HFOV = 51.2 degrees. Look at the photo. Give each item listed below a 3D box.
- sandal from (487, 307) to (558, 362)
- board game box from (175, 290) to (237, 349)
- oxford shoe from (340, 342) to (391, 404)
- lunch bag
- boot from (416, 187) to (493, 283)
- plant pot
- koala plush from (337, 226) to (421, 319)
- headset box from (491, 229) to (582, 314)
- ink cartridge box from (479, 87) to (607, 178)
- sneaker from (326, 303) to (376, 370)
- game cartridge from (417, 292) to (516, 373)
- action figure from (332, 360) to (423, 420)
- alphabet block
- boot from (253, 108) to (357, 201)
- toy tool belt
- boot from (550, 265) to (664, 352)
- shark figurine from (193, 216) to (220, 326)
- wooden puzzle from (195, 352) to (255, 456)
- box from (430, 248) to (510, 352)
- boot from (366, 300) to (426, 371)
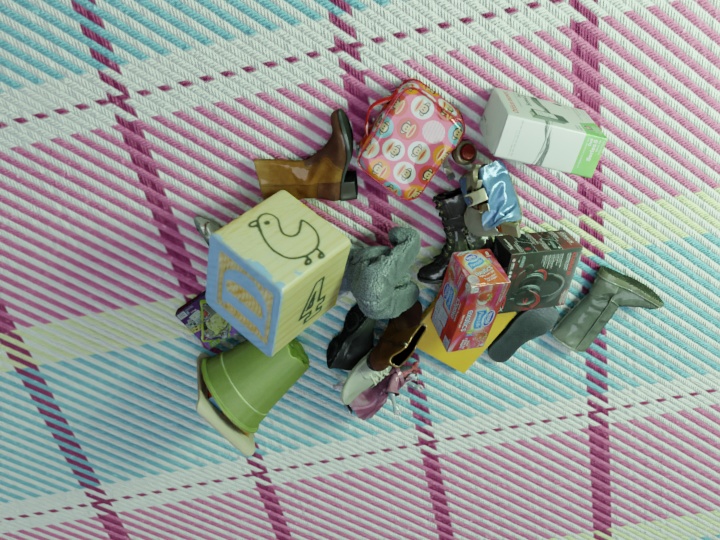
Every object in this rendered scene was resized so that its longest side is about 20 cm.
[{"bbox_3d":[0.363,0.132,1.707,0.076,0.043,0.200,38,123,-15],"label":"sandal"},{"bbox_3d":[-0.294,0.083,1.648,0.198,0.032,0.121,-31,114,16],"label":"board game box"},{"bbox_3d":[0.031,0.222,1.675,0.200,0.057,0.076,-46,149,-14],"label":"oxford shoe"},{"bbox_3d":[0.084,-0.253,1.426,0.175,0.082,0.201,33,116,-14],"label":"lunch bag"},{"bbox_3d":[0.184,-0.080,1.555,0.197,0.070,0.176,-24,118,3],"label":"boot"},{"bbox_3d":[-0.218,0.218,1.659,0.189,0.201,0.201,-38,117,5],"label":"plant pot"},{"bbox_3d":[0.000,0.000,1.539,0.197,0.183,0.181,19,124,29],"label":"koala plush"},{"bbox_3d":[0.366,0.001,1.575,0.196,0.075,0.151,-5,125,-22],"label":"headset box"},{"bbox_3d":[0.336,-0.258,1.399,0.196,0.146,0.085,11,121,-10],"label":"ink cartridge box"},{"bbox_3d":[-0.001,0.149,1.686,0.089,0.077,0.201,18,126,-24],"label":"sneaker"},{"bbox_3d":[0.225,0.121,1.697,0.174,0.033,0.201,29,113,-19],"label":"game cartridge"},{"bbox_3d":[0.059,0.263,1.750,0.199,0.134,0.150,-41,84,18],"label":"action figure"},{"bbox_3d":[-0.161,0.003,1.446,0.194,0.199,0.198,37,139,17],"label":"alphabet block"},{"bbox_3d":[-0.109,-0.219,1.467,0.195,0.069,0.191,-1,129,7],"label":"boot"},{"bbox_3d":[0.246,-0.158,1.440,0.123,0.123,0.203,-26,101,-12],"label":"toy tool belt"},{"bbox_3d":[0.549,0.105,1.675,0.179,0.073,0.203,25,112,-1],"label":"boot"},{"bbox_3d":[-0.293,0.004,1.559,0.126,0.219,0.089,3,169,-38],"label":"shark figurine"},{"bbox_3d":[-0.296,0.293,1.676,0.037,0.201,0.186,-34,117,9],"label":"wooden puzzle"},{"bbox_3d":[0.223,0.063,1.552,0.094,0.101,0.202,-7,136,-20],"label":"box"},{"bbox_3d":[0.091,0.124,1.560,0.069,0.200,0.188,45,72,-1],"label":"boot"}]
